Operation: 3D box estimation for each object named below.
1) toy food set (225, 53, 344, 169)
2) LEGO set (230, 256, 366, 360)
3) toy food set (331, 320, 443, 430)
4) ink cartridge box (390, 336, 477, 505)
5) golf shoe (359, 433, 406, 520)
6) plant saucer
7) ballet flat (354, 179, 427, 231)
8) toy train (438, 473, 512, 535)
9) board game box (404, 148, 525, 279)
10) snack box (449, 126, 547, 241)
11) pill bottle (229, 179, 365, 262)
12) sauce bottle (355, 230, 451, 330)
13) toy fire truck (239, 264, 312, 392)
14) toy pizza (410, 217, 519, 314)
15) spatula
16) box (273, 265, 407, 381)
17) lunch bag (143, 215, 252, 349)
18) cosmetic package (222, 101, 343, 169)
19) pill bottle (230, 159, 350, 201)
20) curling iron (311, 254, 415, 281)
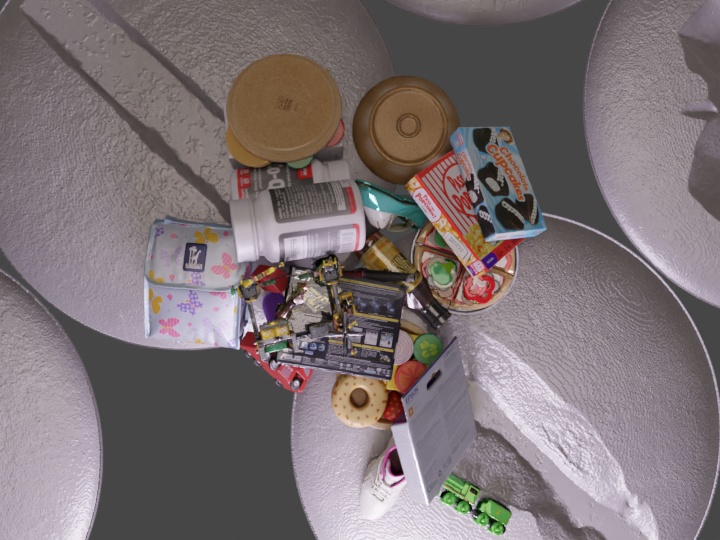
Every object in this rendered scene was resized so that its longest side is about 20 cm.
[{"bbox_3d":[-0.124,-0.265,1.192,0.196,0.049,0.202,1,76,-1],"label":"toy food set"},{"bbox_3d":[-0.095,0.059,1.090,0.198,0.116,0.155,-4,89,-11],"label":"LEGO set"},{"bbox_3d":[0.050,0.180,1.260,0.198,0.049,0.200,7,87,-1],"label":"toy food set"},{"bbox_3d":[0.121,0.240,1.179,0.043,0.196,0.202,-2,112,36],"label":"ink cartridge box"},{"bbox_3d":[0.045,0.349,1.221,0.075,0.091,0.201,29,106,10],"label":"golf shoe"},{"bbox_3d":[0.084,-0.256,1.293,0.198,0.035,0.202,0,88,-2],"label":"plant saucer"},{"bbox_3d":[0.052,-0.102,1.223,0.067,0.199,0.071,25,100,38],"label":"ballet flat"},{"bbox_3d":[0.178,0.398,1.269,0.199,0.042,0.057,32,77,-1],"label":"toy train"},{"bbox_3d":[0.191,-0.108,1.241,0.151,0.046,0.201,-37,88,-34],"label":"board game box"},{"bbox_3d":[0.236,-0.151,1.232,0.115,0.037,0.202,-7,72,-31],"label":"snack box"},{"bbox_3d":[-0.099,-0.075,1.119,0.198,0.114,0.115,-8,88,-11],"label":"pill bottle"},{"bbox_3d":[0.078,0.019,1.261,0.200,0.066,0.066,44,87,4],"label":"sauce bottle"},{"bbox_3d":[-0.134,0.101,1.224,0.200,0.048,0.142,51,59,-38],"label":"toy fire truck"},{"bbox_3d":[0.189,-0.021,1.289,0.198,0.032,0.202,0,88,-2],"label":"toy pizza"},{"bbox_3d":[-0.081,0.036,1.281,0.198,0.021,0.057,-21,71,-6],"label":"spatula"},{"bbox_3d":[-0.033,0.087,1.186,0.198,0.049,0.163,10,89,-12],"label":"box"},{"bbox_3d":[-0.270,0.017,1.197,0.168,0.127,0.202,8,112,-3],"label":"lunch bag"},{"bbox_3d":[-0.134,-0.244,1.258,0.198,0.085,0.109,-8,84,-4],"label":"cosmetic package"},{"bbox_3d":[-0.115,-0.129,1.233,0.198,0.114,0.115,-9,88,-2],"label":"pill bottle"},{"bbox_3d":[0.000,0.000,1.241,0.198,0.026,0.050,11,116,25],"label":"curling iron"}]
